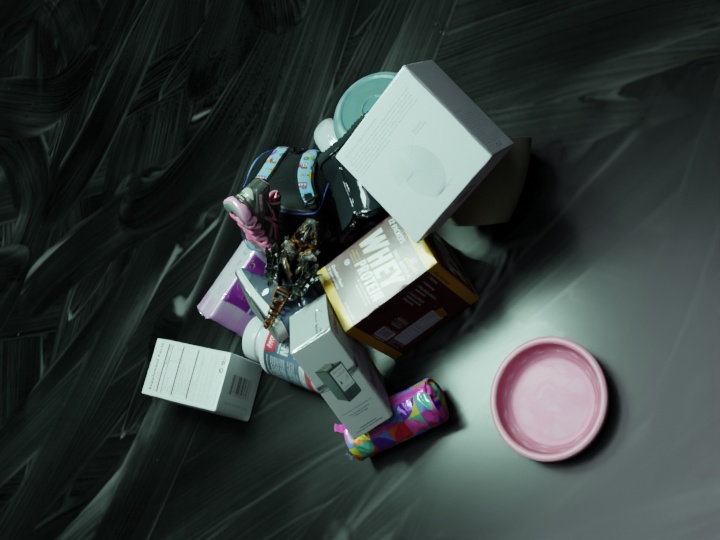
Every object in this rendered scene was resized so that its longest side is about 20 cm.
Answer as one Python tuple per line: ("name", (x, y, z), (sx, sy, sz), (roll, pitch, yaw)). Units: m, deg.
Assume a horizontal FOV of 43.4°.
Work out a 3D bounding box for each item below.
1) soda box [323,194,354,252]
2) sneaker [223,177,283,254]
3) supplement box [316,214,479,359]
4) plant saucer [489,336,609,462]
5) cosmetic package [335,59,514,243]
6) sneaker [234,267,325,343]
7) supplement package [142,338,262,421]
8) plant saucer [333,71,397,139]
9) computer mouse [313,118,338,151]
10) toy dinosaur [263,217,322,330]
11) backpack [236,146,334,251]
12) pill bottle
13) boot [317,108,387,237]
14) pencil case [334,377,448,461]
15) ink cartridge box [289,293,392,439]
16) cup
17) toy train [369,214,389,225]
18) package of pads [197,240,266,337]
("soda box", (-0.083, -0.131, 1.825), (0.071, 0.063, 0.200), (-46, 57, 9))
("sneaker", (-0.164, -0.091, 1.599), (0.078, 0.201, 0.096), (33, 75, 27))
("supplement box", (0.069, 0.026, 1.598), (0.199, 0.197, 0.134), (-37, 57, 14))
("plant saucer", (0.311, 0.212, 1.478), (0.198, 0.051, 0.204), (-11, 68, 28))
("cosmetic package", (0.103, -0.195, 1.470), (0.200, 0.123, 0.200), (46, 121, 7))
("sneaker", (-0.140, 0.035, 1.701), (0.145, 0.078, 0.202), (-33, 48, -13))
("supplement package", (-0.316, 0.218, 1.810), (0.197, 0.117, 0.119), (7, 77, 33))
("plant saucer", (0.034, -0.320, 1.819), (0.196, 0.027, 0.204), (-8, 64, 16))
("computer mouse", (-0.042, -0.247, 1.853), (0.110, 0.044, 0.200), (-47, 56, 9))
("toy dinosaur", (-0.118, 0.006, 1.597), (0.100, 0.136, 0.204), (3, 89, -3))
("backpack", (-0.136, -0.142, 1.735), (0.179, 0.136, 0.202), (4, 44, 11))
("pill bottle", (-0.124, 0.152, 1.716), (0.197, 0.119, 0.122), (14, 80, 33))
("boot", (0.020, -0.176, 1.620), (0.199, 0.076, 0.170), (-36, 66, 29))
("pencil case", (0.057, 0.263, 1.588), (0.198, 0.088, 0.090), (-28, 61, 16))
("ink cartridge box", (-0.036, 0.161, 1.547), (0.083, 0.201, 0.146), (-31, 21, 7))
("cup", (0.209, -0.155, 1.602), (0.197, 0.199, 0.146), (-3, 96, 30))
("toy train", (0.029, -0.126, 1.715), (0.083, 0.116, 0.204), (-8, 71, 11))
("package of pads", (-0.223, 0.030, 1.814), (0.201, 0.120, 0.076), (-55, 37, 4))
